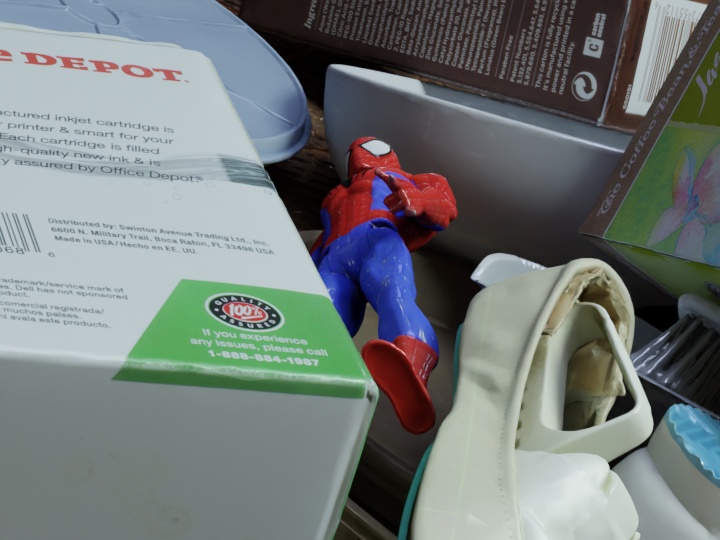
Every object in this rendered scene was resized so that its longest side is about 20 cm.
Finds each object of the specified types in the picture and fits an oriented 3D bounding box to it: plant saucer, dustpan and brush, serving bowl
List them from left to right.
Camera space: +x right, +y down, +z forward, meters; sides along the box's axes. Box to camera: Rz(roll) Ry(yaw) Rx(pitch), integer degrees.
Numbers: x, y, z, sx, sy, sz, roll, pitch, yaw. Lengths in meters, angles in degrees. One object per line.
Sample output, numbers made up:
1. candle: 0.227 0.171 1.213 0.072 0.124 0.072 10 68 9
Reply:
1. plant saucer: 0.043 0.052 1.050 0.199 0.030 0.200 25 22 -11
2. serving bowl: 0.076 -0.026 1.180 0.199 0.066 0.200 14 6 -1
3. dustpan and brush: 0.125 0.042 1.047 0.139 0.057 0.200 29 -10 21

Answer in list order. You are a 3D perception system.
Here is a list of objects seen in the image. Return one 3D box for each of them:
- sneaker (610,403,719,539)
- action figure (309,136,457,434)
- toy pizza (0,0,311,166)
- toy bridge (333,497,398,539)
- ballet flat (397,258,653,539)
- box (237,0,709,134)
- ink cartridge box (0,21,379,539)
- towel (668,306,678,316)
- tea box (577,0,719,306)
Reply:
1. sneaker: 0.137 0.127 0.945 0.200 0.081 0.077 41 13 -24
2. action figure: 0.000 0.000 0.990 0.052 0.065 0.200 52 17 -15
3. toy pizza: -0.112 -0.090 1.174 0.199 0.032 0.200 25 21 -10
4. toy bridge: -0.001 0.102 0.886 0.067 0.027 0.200 14 26 -34
5. ballet flat: 0.052 0.060 0.869 0.069 0.070 0.200 25 33 -8
6. box: 0.056 -0.113 1.288 0.199 0.075 0.100 16 7 35
7. ink cartridge box: -0.097 0.006 0.875 0.146 0.083 0.200 6 29 -21
8. towel: 0.174 0.003 1.305 0.147 0.050 0.200 -1 36 -40
9. tea box: 0.216 -0.008 1.011 0.199 0.134 0.197 32 -6 -22
